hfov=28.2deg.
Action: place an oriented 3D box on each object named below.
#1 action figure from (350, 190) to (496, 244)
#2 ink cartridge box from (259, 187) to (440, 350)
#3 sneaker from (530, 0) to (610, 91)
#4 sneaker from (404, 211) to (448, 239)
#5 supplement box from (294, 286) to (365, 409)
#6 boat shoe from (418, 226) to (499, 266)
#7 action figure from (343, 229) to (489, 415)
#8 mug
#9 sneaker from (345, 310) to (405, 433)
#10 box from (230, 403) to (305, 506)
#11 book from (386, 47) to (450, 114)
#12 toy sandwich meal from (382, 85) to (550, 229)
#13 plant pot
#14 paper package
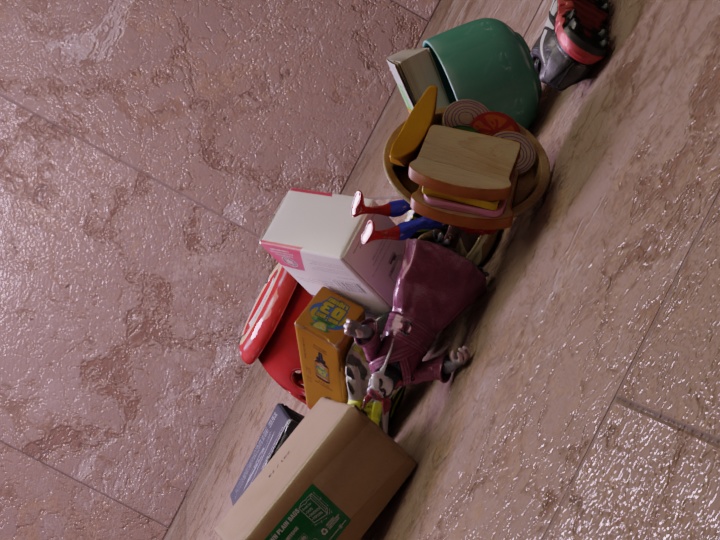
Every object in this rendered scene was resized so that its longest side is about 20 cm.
[{"bbox_3d":[0.091,-0.066,1.569,0.066,0.198,0.052,65,146,35],"label":"action figure"},{"bbox_3d":[0.000,0.000,1.669,0.145,0.200,0.083,10,64,44],"label":"ink cartridge box"},{"bbox_3d":[0.239,-0.271,1.648,0.098,0.070,0.201,-55,12,33],"label":"sneaker"},{"bbox_3d":[0.086,-0.072,1.764,0.200,0.074,0.077,100,166,-66],"label":"sneaker"},{"bbox_3d":[-0.030,0.107,1.699,0.069,0.066,0.201,-53,-21,-25],"label":"supplement box"},{"bbox_3d":[0.100,-0.023,1.719,0.073,0.071,0.200,-65,8,-23],"label":"boat shoe"},{"bbox_3d":[0.048,0.060,1.544,0.202,0.133,0.149,-60,6,-8],"label":"action figure"},{"bbox_3d":[0.151,-0.248,1.782,0.113,0.187,0.152,-21,-20,-3],"label":"mug"},{"bbox_3d":[0.020,0.119,1.663,0.085,0.074,0.202,-61,-10,-55],"label":"sneaker"},{"bbox_3d":[-0.090,0.269,1.867,0.149,0.103,0.200,-62,8,-2],"label":"box"},{"bbox_3d":[0.094,-0.181,1.814,0.048,0.202,0.134,-25,11,-2],"label":"book"},{"bbox_3d":[0.113,-0.125,1.534,0.071,0.202,0.206,95,-168,-46],"label":"toy sandwich meal"},{"bbox_3d":[-0.068,0.089,2.088,0.202,0.181,0.201,-60,10,17],"label":"plant pot"},{"bbox_3d":[-0.051,0.244,1.539,0.201,0.103,0.191,-50,7,-10],"label":"paper package"}]
